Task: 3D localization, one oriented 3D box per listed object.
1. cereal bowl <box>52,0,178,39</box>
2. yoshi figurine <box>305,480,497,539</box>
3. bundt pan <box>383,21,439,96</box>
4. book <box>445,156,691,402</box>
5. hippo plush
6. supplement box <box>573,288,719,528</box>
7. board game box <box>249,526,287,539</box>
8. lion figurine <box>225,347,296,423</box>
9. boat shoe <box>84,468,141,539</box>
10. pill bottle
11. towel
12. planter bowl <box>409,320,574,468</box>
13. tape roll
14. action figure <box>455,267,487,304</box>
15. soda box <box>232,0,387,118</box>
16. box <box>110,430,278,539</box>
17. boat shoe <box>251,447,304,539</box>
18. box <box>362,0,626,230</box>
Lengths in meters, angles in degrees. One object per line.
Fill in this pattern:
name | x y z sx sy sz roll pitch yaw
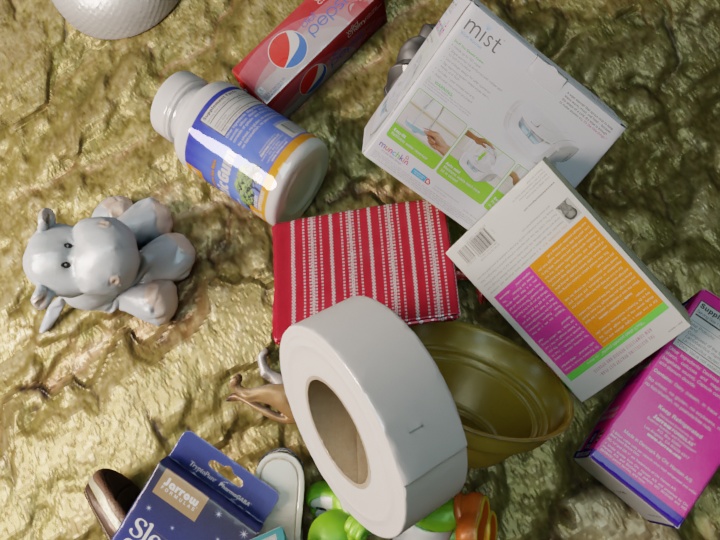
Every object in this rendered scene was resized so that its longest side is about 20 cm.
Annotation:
cereal bowl | -0.330 -0.413 0.941 0.196 0.083 0.205 -2 76 8
yoshi figurine | 0.029 0.262 0.709 0.196 0.112 0.115 0 95 24
bundt pan | 0.118 -0.209 0.835 0.197 0.076 0.206 -2 76 8
book | 0.196 0.012 0.696 0.200 0.048 0.134 48 114 3
hippo plush | -0.297 -0.026 0.796 0.195 0.161 0.163 -2 76 6
supplement box | 0.312 0.135 0.708 0.103 0.101 0.201 37 82 16
board game box | -0.108 0.365 0.674 0.148 0.047 0.204 -20 104 -8
lion figurine | -0.048 0.105 0.788 0.122 0.072 0.201 41 98 5
boat shoe | -0.234 0.305 0.752 0.075 0.075 0.202 -44 75 1
pill bottle | -0.143 -0.147 0.833 0.198 0.112 0.113 33 82 14
towel | 0.000 0.000 0.758 0.196 0.023 0.147 -8 62 7
planter bowl | 0.105 0.135 0.721 0.197 0.200 0.085 21 116 12
tape roll | 0.006 0.129 0.641 0.070 0.203 0.204 -23 72 -27
action figure | 0.042 0.007 0.792 0.196 0.065 0.053 11 99 18
soda box | -0.059 -0.277 0.881 0.070 0.063 0.200 43 85 15
box | -0.179 0.273 0.701 0.120 0.032 0.202 32 90 3
boat shoe | -0.094 0.286 0.740 0.073 0.062 0.205 3 84 -1
box | 0.129 -0.144 0.729 0.198 0.097 0.177 32 112 -14
